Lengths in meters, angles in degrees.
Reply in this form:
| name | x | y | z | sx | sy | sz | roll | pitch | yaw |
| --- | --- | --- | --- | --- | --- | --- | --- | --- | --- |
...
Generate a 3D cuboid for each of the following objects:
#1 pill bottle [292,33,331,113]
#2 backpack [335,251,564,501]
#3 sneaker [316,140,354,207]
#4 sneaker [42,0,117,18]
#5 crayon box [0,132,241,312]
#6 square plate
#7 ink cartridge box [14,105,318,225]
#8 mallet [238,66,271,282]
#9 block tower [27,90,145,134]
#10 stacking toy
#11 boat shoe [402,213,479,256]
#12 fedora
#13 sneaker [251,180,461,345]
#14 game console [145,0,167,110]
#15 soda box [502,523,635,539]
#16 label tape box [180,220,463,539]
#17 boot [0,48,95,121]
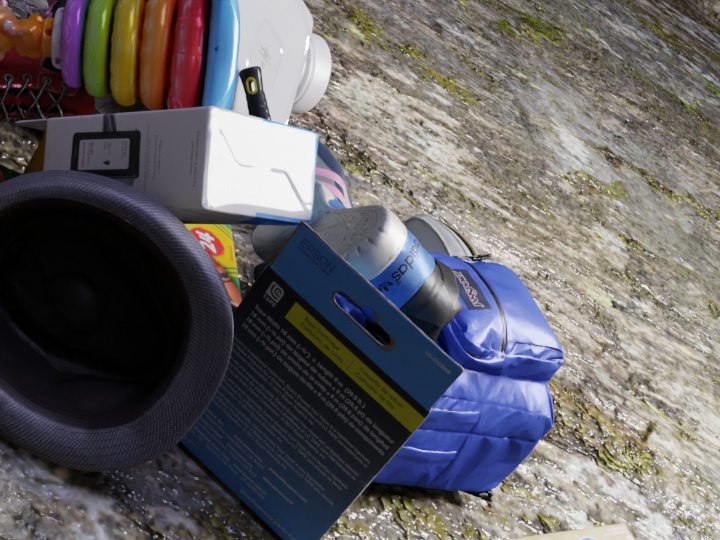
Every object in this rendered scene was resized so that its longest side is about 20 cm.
| name | x | y | z | sx | sy | sz | roll | pitch | yaw |
| --- | --- | --- | --- | --- | --- | --- | --- | --- | --- |
| pill bottle | -0.128 | -0.214 | 1.273 | 0.198 | 0.111 | 0.112 | 10 | 40 | -42 |
| backpack | 0.042 | 0.069 | 1.023 | 0.198 | 0.169 | 0.163 | 7 | 35 | -39 |
| sneaker | -0.054 | -0.062 | 1.188 | 0.081 | 0.070 | 0.201 | 19 | 33 | -39 |
| sneaker | -0.226 | -0.239 | 1.164 | 0.079 | 0.095 | 0.200 | 42 | 8 | -30 |
| crayon box | -0.190 | -0.028 | 1.004 | 0.198 | 0.051 | 0.128 | 21 | 34 | -29 |
| square plate | -0.094 | -0.187 | 1.150 | 0.028 | 0.201 | 0.200 | 7 | -18 | 20 |
| ink cartridge box | -0.142 | -0.069 | 0.923 | 0.115 | 0.198 | 0.069 | 7 | 86 | -53 |
| mallet | -0.081 | -0.066 | 1.095 | 0.041 | 0.065 | 0.202 | -5 | 76 | -81 |
| block tower | -0.221 | -0.122 | 1.098 | 0.199 | 0.054 | 0.058 | 38 | 29 | -1 |
| stacking toy | -0.189 | -0.167 | 0.972 | 0.197 | 0.118 | 0.110 | 5 | 3 | -6 |
| boat shoe | 0.080 | 0.024 | 1.223 | 0.068 | 0.075 | 0.201 | 14 | 38 | -47 |
| fedora | -0.179 | 0.029 | 0.860 | 0.198 | 0.178 | 0.090 | 30 | 0 | -3 |
| sneaker | -0.001 | 0.001 | 0.940 | 0.111 | 0.077 | 0.199 | 46 | -15 | -25 |
| game console | -0.135 | -0.237 | 1.115 | 0.174 | 0.203 | 0.116 | -7 | 8 | -38 |
| soda box | 0.146 | 0.245 | 1.000 | 0.199 | 0.064 | 0.068 | 6 | 43 | -46 |
| label tape box | -0.028 | 0.075 | 0.891 | 0.144 | 0.201 | 0.063 | 42 | 29 | 5 |
| boot | -0.278 | -0.126 | 0.972 | 0.142 | 0.073 | 0.201 | 16 | 33 | 0 |
